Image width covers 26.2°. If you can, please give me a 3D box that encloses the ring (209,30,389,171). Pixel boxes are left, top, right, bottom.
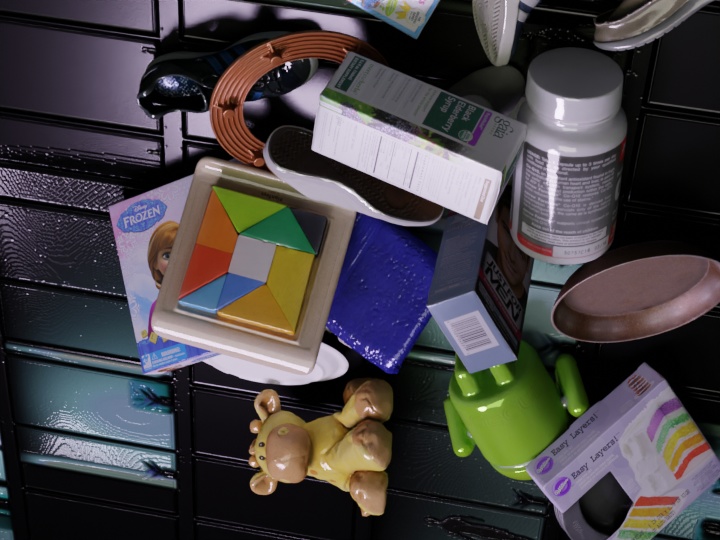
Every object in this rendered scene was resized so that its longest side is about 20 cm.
[{"bbox_3d":[-0.059,-0.170,1.617,0.198,0.019,0.202,-9,140,-8],"label":"ring"}]

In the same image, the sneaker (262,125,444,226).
[{"bbox_3d":[-0.007,-0.099,1.625,0.198,0.074,0.085,22,170,-7],"label":"sneaker"}]

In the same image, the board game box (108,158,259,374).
[{"bbox_3d":[-0.176,-0.005,1.735,0.198,0.041,0.202,-19,79,25],"label":"board game box"}]

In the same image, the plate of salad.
[{"bbox_3d":[-0.111,0.091,1.829,0.197,0.049,0.200,6,159,2],"label":"plate of salad"}]

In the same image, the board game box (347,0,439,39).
[{"bbox_3d":[0.045,-0.338,1.500,0.133,0.034,0.201,27,129,-9],"label":"board game box"}]

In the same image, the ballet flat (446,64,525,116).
[{"bbox_3d":[0.089,-0.145,1.623,0.199,0.064,0.067,-28,122,30],"label":"ballet flat"}]

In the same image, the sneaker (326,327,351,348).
[{"bbox_3d":[-0.014,0.046,1.766,0.197,0.089,0.081,-2,164,16],"label":"sneaker"}]

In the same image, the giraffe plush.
[{"bbox_3d":[-0.054,0.211,1.870,0.160,0.175,0.200,5,162,-7],"label":"giraffe plush"}]

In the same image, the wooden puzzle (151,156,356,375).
[{"bbox_3d":[-0.113,-0.007,1.653,0.183,0.202,0.037,15,172,4],"label":"wooden puzzle"}]

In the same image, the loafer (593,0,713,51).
[{"bbox_3d":[0.301,-0.279,1.471,0.199,0.075,0.070,-29,105,25],"label":"loafer"}]

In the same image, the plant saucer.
[{"bbox_3d":[0.301,0.020,1.677,0.198,0.035,0.201,-8,151,-4],"label":"plant saucer"}]

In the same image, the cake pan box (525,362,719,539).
[{"bbox_3d":[0.309,0.235,1.807,0.199,0.052,0.185,-40,121,-3],"label":"cake pan box"}]

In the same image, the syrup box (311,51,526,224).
[{"bbox_3d":[0.058,-0.133,1.543,0.198,0.079,0.082,23,140,9],"label":"syrup box"}]

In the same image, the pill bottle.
[{"bbox_3d":[0.214,-0.117,1.583,0.112,0.114,0.202,7,130,8],"label":"pill bottle"}]

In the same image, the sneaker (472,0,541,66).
[{"bbox_3d":[0.163,-0.282,1.499,0.084,0.075,0.201,-17,147,-16],"label":"sneaker"}]

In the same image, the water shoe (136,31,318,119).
[{"bbox_3d":[-0.139,-0.195,1.628,0.198,0.079,0.072,-8,126,19],"label":"water shoe"}]

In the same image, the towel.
[{"bbox_3d":[0.000,0.000,1.708,0.199,0.049,0.148,38,108,14],"label":"towel"}]

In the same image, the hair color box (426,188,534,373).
[{"bbox_3d":[0.132,0.001,1.640,0.060,0.201,0.099,-19,122,26],"label":"hair color box"}]

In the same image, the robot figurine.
[{"bbox_3d":[0.178,0.162,1.811,0.174,0.116,0.201,-23,120,18],"label":"robot figurine"}]
